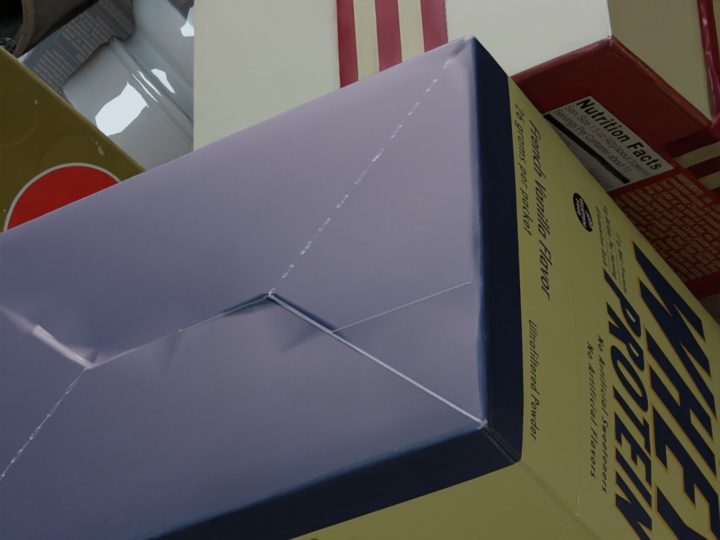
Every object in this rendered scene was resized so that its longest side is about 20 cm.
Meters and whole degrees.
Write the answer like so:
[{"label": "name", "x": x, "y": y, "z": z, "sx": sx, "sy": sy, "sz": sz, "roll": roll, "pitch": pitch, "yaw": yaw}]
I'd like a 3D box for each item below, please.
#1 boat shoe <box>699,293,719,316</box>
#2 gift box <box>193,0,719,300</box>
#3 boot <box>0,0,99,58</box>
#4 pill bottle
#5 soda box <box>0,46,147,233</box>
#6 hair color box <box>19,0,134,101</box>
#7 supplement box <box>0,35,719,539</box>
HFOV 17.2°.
[{"label": "boat shoe", "x": 0.147, "y": -0.037, "z": 0.864, "sx": 0.199, "sy": 0.075, "sz": 0.093, "roll": 11, "pitch": 67, "yaw": 36}, {"label": "gift box", "x": 0.035, "y": -0.091, "z": 0.799, "sx": 0.199, "sy": 0.184, "sz": 0.188, "roll": -17, "pitch": 58, "yaw": 27}, {"label": "boot", "x": -0.105, "y": -0.158, "z": 1.078, "sx": 0.200, "sy": 0.073, "sz": 0.182, "roll": -47, "pitch": 1, "yaw": -21}, {"label": "pill bottle", "x": -0.027, "y": -0.114, "z": 1.029, "sx": 0.200, "sy": 0.114, "sz": 0.114, "roll": -44, "pitch": 42, "yaw": 2}, {"label": "soda box", "x": -0.090, "y": -0.002, "z": 0.860, "sx": 0.068, "sy": 0.200, "sz": 0.064, "roll": -51, "pitch": 31, "yaw": -5}, {"label": "hair color box", "x": -0.189, "y": -0.077, "z": 1.170, "sx": 0.099, "sy": 0.061, "sz": 0.200, "roll": 21, "pitch": 73, "yaw": 46}, {"label": "supplement box", "x": 0.002, "y": 0.069, "z": 0.726, "sx": 0.199, "sy": 0.200, "sz": 0.135, "roll": -20, "pitch": 48, "yaw": 25}]
